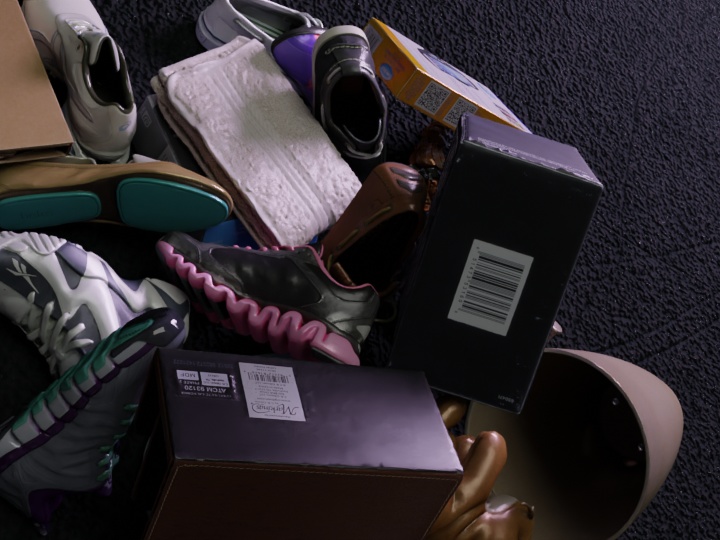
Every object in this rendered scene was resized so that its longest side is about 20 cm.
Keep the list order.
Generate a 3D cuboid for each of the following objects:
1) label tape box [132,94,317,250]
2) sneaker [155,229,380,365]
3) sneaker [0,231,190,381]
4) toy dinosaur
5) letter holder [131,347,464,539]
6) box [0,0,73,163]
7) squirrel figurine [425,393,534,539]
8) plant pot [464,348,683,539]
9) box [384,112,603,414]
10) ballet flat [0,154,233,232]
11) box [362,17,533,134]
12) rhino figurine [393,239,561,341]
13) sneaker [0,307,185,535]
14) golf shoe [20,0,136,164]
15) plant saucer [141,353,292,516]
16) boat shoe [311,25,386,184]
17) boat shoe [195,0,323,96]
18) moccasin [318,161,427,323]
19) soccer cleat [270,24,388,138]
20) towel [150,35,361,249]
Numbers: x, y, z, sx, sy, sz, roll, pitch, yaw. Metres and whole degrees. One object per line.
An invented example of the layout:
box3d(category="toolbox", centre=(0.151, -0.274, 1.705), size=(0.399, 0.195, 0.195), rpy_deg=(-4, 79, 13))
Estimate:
box3d(category="label tape box", centre=(-0.108, -0.070, 0.984), size=(0.144, 0.063, 0.200), rpy_deg=(-17, 76, -39))
box3d(category="sneaker", centre=(-0.073, 0.010, 0.886), size=(0.200, 0.079, 0.095), rpy_deg=(28, 69, 10))
box3d(category="sneaker", centre=(-0.226, 0.056, 0.820), size=(0.199, 0.079, 0.130), rpy_deg=(25, 44, -35))
box3d(category="toy dinosaur", centre=(0.093, -0.098, 1.128), size=(0.136, 0.102, 0.200), rpy_deg=(16, 73, -11))
box3d(category="letter holder", centre=(-0.055, 0.145, 0.739), size=(0.200, 0.142, 0.101), rpy_deg=(7, 36, -24))
box3d(category="box", centre=(-0.341, -0.166, 0.864), size=(0.163, 0.021, 0.200), rpy_deg=(-11, 62, -32))
box3d(category="squirrel figurine", centre=(0.056, 0.223, 0.918), size=(0.187, 0.141, 0.200), rpy_deg=(51, 62, -15))
box3d(category="plant pot", centre=(0.234, 0.160, 1.043), size=(0.200, 0.187, 0.188), rpy_deg=(-3, 67, -51))
box3d(category="box", centre=(0.111, -0.016, 0.917), size=(0.123, 0.200, 0.198), rpy_deg=(18, 16, 0))
box3d(category="ballet flat", centre=(-0.207, -0.072, 0.884), size=(0.200, 0.069, 0.063), rpy_deg=(0, 49, -13))
box3d(category="box", centre=(0.095, -0.179, 1.100), size=(0.200, 0.041, 0.119), rpy_deg=(25, 22, -37))
box3d(category="rhino figurine", centre=(0.098, 0.029, 1.065), size=(0.200, 0.087, 0.060), rpy_deg=(35, 23, -14))
box3d(category="sneaker", centre=(-0.184, 0.108, 0.764), size=(0.088, 0.200, 0.074), rpy_deg=(49, 18, -12))
box3d(category="golf shoe", centre=(-0.236, -0.193, 0.938), size=(0.078, 0.097, 0.200), rpy_deg=(-13, 72, -37))
box3d(category="plant saucer", centre=(-0.072, 0.157, 0.850), size=(0.200, 0.036, 0.200), rpy_deg=(-4, 50, 4))
box3d(category="boat shoe", centre=(-0.008, -0.132, 1.015), size=(0.072, 0.200, 0.068), rpy_deg=(-17, 50, -8))
box3d(category="boat shoe", centre=(-0.067, -0.230, 1.097), size=(0.200, 0.067, 0.074), rpy_deg=(10, 61, -31))
box3d(category="moccasin", centre=(0.001, 0.000, 0.932), size=(0.074, 0.201, 0.078), rpy_deg=(19, 40, -26))
box3d(category="soccer cleat", centre=(-0.022, -0.173, 1.053), size=(0.200, 0.068, 0.073), rpy_deg=(34, 43, -62))
box3d(category="towel", centre=(-0.086, -0.114, 0.957), size=(0.133, 0.034, 0.200), rpy_deg=(-36, 89, -42))
